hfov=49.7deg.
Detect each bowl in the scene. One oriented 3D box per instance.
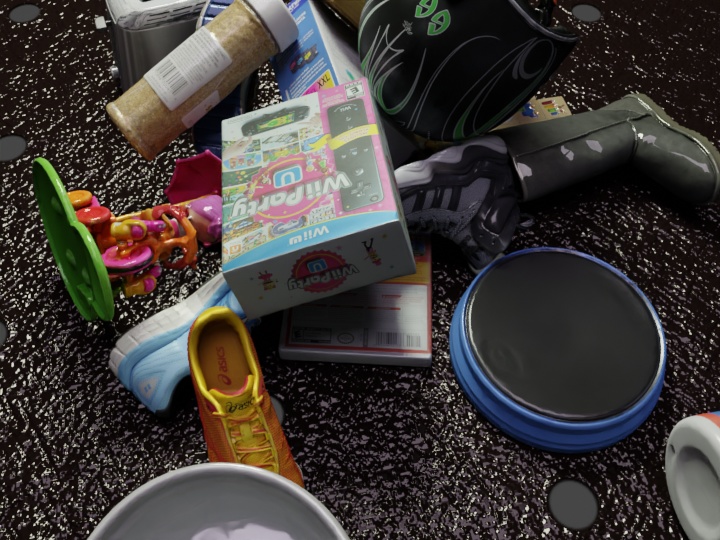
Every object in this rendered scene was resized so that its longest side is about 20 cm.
[{"bbox_3d":[0.180,0.063,0.708,0.196,0.040,0.203,1,53,-1],"label":"bowl"}]

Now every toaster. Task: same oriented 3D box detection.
[{"bbox_3d":[-0.200,-0.280,0.899,0.197,0.130,0.115,-18,56,-14],"label":"toaster"}]

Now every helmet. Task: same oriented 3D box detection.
[{"bbox_3d":[0.090,-0.220,0.752,0.198,0.190,0.203,27,45,-31],"label":"helmet"}]

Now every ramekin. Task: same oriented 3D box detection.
[{"bbox_3d":[-0.088,0.236,0.511,0.196,0.105,0.204,0,68,1],"label":"ramekin"}]

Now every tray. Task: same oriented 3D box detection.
[{"bbox_3d":[0.012,-0.276,0.865,0.037,0.199,0.099,-49,52,10],"label":"tray"}]

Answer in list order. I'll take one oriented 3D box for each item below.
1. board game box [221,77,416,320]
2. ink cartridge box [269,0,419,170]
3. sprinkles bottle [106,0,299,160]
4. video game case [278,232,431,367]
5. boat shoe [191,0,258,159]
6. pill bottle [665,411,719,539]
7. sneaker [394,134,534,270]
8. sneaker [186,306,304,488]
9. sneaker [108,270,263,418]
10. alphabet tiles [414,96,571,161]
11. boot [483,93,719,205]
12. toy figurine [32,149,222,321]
[{"bbox_3d":[-0.042,-0.069,0.669,0.145,0.065,0.202,-16,47,6],"label":"board game box"},{"bbox_3d":[-0.026,-0.205,0.838,0.076,0.136,0.202,-34,51,24],"label":"ink cartridge box"},{"bbox_3d":[-0.154,-0.197,0.765,0.199,0.068,0.068,-41,61,-3],"label":"sprinkles bottle"},{"bbox_3d":[0.000,0.000,0.765,0.140,0.018,0.203,3,54,1],"label":"video game case"},{"bbox_3d":[-0.144,-0.211,0.837,0.071,0.072,0.204,11,87,-3],"label":"boat shoe"},{"bbox_3d":[0.351,0.154,0.599,0.196,0.113,0.114,-7,53,-8],"label":"pill bottle"},{"bbox_3d":[0.078,-0.047,0.745,0.198,0.076,0.115,-25,82,-19],"label":"sneaker"},{"bbox_3d":[-0.095,0.127,0.607,0.072,0.077,0.203,-22,83,-11],"label":"sneaker"},{"bbox_3d":[-0.119,0.058,0.697,0.199,0.079,0.090,-35,78,-14],"label":"sneaker"},{"bbox_3d":[0.156,-0.150,0.887,0.196,0.006,0.169,-10,55,-8],"label":"alphabet tiles"},{"bbox_3d":[0.251,-0.112,0.814,0.197,0.074,0.183,-15,44,-22],"label":"boot"},{"bbox_3d":[-0.181,-0.046,0.719,0.182,0.153,0.199,-21,29,-28],"label":"toy figurine"}]
